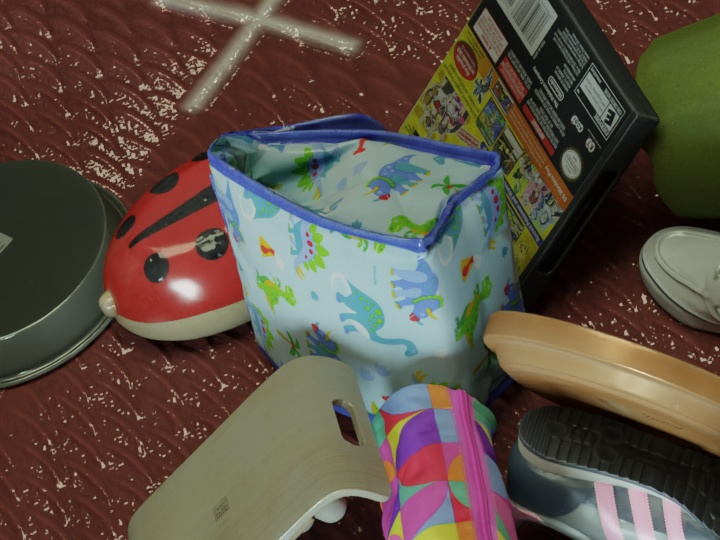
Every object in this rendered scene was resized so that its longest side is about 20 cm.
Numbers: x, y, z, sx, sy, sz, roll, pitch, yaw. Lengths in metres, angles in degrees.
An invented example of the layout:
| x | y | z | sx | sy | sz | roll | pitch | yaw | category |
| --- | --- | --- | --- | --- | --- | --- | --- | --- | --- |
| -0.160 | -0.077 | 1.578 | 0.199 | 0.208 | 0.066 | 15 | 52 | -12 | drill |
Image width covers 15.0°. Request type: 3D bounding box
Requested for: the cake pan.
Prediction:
| x | y | z | sx | sy | sz | roll | pitch | yaw | category |
| --- | --- | --- | --- | --- | --- | --- | --- | --- | --- |
| -0.259 | -0.003 | 1.976 | 0.199 | 0.037 | 0.201 | -11 | 48 | 12 | cake pan |

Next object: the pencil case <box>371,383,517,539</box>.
| x | y | z | sx | sy | sz | roll | pitch | yaw | category |
| --- | --- | --- | --- | --- | --- | --- | --- | --- | --- |
| 0.055 | 0.150 | 1.620 | 0.088 | 0.089 | 0.200 | -19 | 35 | 3 | pencil case |

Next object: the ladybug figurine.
| x | y | z | sx | sy | sz | roll | pitch | yaw | category |
| --- | --- | --- | --- | --- | --- | --- | --- | --- | --- |
| -0.097 | -0.029 | 1.908 | 0.200 | 0.072 | 0.136 | -35 | 54 | -13 | ladybug figurine |

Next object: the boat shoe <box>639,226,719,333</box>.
| x | y | z | sx | sy | sz | roll | pitch | yaw | category |
| --- | --- | --- | --- | --- | --- | --- | --- | --- | --- |
| 0.260 | 0.010 | 1.753 | 0.199 | 0.065 | 0.074 | 24 | 63 | 34 | boat shoe |

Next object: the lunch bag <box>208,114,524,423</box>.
| x | y | z | sx | sy | sz | roll | pitch | yaw | category |
| --- | --- | --- | --- | --- | --- | --- | --- | --- | --- |
| 0.000 | 0.000 | 1.774 | 0.199 | 0.171 | 0.127 | 11 | 40 | 31 | lunch bag |

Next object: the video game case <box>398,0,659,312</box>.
| x | y | z | sx | sy | sz | roll | pitch | yaw | category |
| --- | --- | --- | --- | --- | --- | --- | --- | --- | --- |
| 0.108 | -0.096 | 1.850 | 0.181 | 0.025 | 0.200 | -57 | 40 | 28 | video game case |

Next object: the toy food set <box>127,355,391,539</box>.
| x | y | z | sx | sy | sz | roll | pitch | yaw | category |
| --- | --- | --- | --- | --- | --- | --- | --- | --- | --- |
| -0.064 | 0.160 | 1.694 | 0.200 | 0.060 | 0.144 | -45 | 30 | 17 | toy food set |

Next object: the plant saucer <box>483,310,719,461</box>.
| x | y | z | sx | sy | sz | roll | pitch | yaw | category |
| --- | --- | --- | --- | --- | --- | --- | --- | --- | --- |
| 0.167 | 0.075 | 1.650 | 0.199 | 0.200 | 0.032 | 16 | 81 | 30 | plant saucer |

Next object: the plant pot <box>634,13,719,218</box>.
| x | y | z | sx | sy | sz | roll | pitch | yaw | category |
| --- | --- | --- | --- | --- | --- | --- | --- | --- | --- |
| 0.285 | -0.107 | 1.781 | 0.189 | 0.200 | 0.201 | -11 | 47 | 28 | plant pot |

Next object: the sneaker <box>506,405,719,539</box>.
| x | y | z | sx | sy | sz | roll | pitch | yaw | category |
| --- | --- | --- | --- | --- | --- | --- | --- | --- | --- |
| 0.182 | 0.153 | 1.668 | 0.199 | 0.082 | 0.070 | 24 | 38 | 12 | sneaker |
